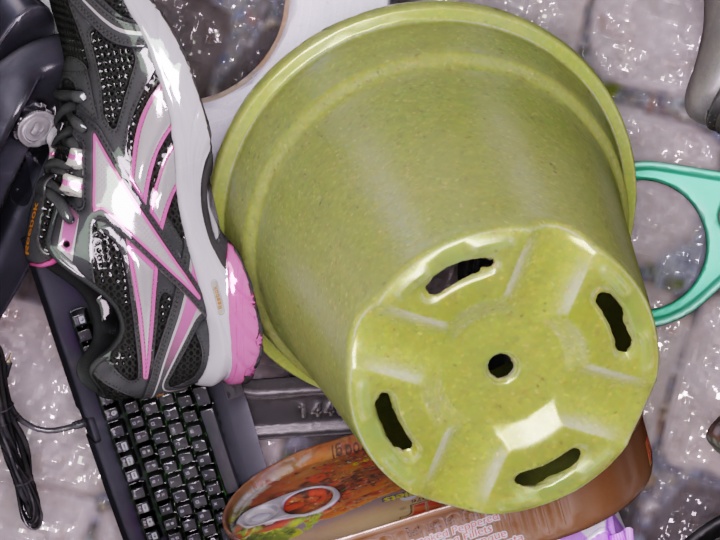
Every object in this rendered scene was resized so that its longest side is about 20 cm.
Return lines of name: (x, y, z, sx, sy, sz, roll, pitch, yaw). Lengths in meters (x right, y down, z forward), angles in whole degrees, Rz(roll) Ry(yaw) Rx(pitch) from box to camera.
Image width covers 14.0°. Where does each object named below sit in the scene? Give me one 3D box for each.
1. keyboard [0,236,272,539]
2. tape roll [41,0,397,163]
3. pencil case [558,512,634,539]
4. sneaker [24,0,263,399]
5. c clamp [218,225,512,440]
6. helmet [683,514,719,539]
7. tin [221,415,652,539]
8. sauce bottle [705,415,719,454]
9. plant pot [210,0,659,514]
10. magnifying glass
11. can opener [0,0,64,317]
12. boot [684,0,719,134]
keyboard: (-0.116, 0.070, 1.363, 0.127, 0.021, 0.200, -16, 114, 2)
tape roll: (-0.083, -0.127, 1.397, 0.200, 0.066, 0.201, 0, 86, 4)
pencil case: (0.038, 0.159, 1.361, 0.200, 0.086, 0.084, -16, 81, 3)
sneaker: (-0.108, -0.035, 1.273, 0.086, 0.080, 0.200, -19, 95, -17)
c clamp: (0.000, 0.000, 1.372, 0.200, 0.027, 0.171, -9, 115, -6)
helmet: (0.221, 0.194, 1.297, 0.200, 0.191, 0.200, 2, 84, -20)
tin: (0.037, 0.101, 1.345, 0.200, 0.112, 0.042, -17, 105, -1)
sauce bottle: (0.248, 0.023, 1.367, 0.065, 0.065, 0.200, 41, 91, 5)
plant pot: (0.044, 0.007, 1.266, 0.200, 0.184, 0.201, -4, 115, -9)
magnifying glass: (0.187, -0.028, 1.396, 0.200, 0.022, 0.080, -16, 85, 2)
can opener: (-0.167, -0.028, 1.353, 0.063, 0.079, 0.200, 11, 114, -25)
boot: (0.153, -0.171, 1.392, 0.131, 0.068, 0.200, 18, 80, 9)
